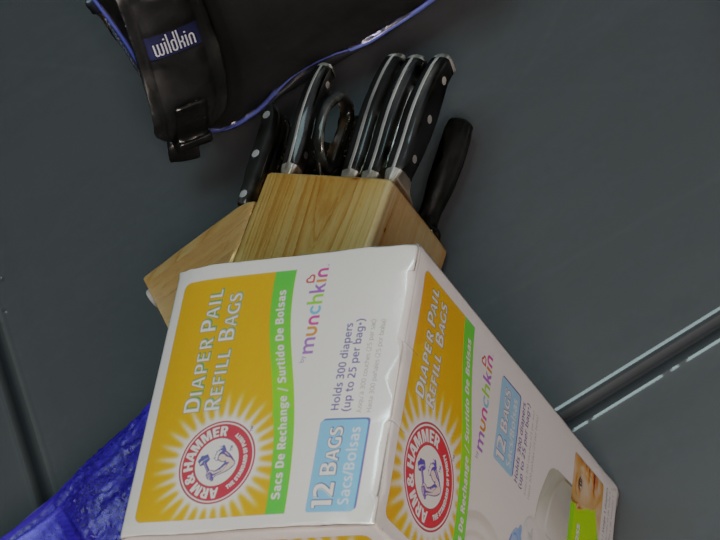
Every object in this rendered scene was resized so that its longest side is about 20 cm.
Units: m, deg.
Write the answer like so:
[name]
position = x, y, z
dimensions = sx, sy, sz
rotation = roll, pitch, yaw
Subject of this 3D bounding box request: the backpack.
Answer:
[backpack]
position = -0.066, -0.190, 1.067
dimensions = 0.200, 0.191, 0.154
rotation = -34, 32, 6

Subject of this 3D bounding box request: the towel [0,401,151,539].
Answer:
[towel]
position = -0.126, 0.158, 0.956
dimensions = 0.200, 0.050, 0.148
rotation = -42, 47, -1

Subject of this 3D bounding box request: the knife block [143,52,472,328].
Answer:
[knife block]
position = 0.000, 0.000, 0.980
dimensions = 0.175, 0.064, 0.200
rotation = -35, 48, 6

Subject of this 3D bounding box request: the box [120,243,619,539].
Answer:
[box]
position = 0.011, 0.089, 0.820
dimensions = 0.101, 0.200, 0.113
rotation = -6, 56, 27
